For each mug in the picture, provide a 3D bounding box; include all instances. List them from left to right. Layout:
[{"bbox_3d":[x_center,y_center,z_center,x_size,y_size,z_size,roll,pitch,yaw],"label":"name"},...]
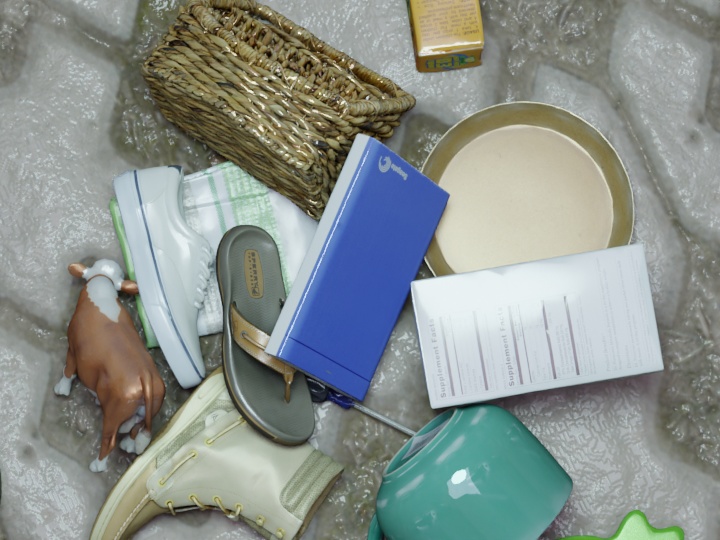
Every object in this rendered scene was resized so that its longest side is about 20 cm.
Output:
[{"bbox_3d":[0.075,0.197,1.651,0.185,0.152,0.115,-42,95,-3],"label":"mug"}]

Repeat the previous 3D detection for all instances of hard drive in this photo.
[{"bbox_3d":[0.000,0.000,1.682,0.025,0.132,0.201,18,81,38],"label":"hard drive"}]

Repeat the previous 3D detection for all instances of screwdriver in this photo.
[{"bbox_3d":[0.007,0.126,1.740,0.199,0.029,0.028,27,82,0],"label":"screwdriver"}]

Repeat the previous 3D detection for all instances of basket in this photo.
[{"bbox_3d":[-0.072,-0.169,1.706,0.199,0.143,0.149,34,77,19],"label":"basket"}]

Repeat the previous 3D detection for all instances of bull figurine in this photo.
[{"bbox_3d":[-0.220,0.080,1.698,0.065,0.200,0.122,4,121,-24],"label":"bull figurine"}]

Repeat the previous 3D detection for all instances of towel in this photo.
[{"bbox_3d":[-0.115,-0.025,1.761,0.199,0.031,0.150,-16,80,-1],"label":"towel"}]

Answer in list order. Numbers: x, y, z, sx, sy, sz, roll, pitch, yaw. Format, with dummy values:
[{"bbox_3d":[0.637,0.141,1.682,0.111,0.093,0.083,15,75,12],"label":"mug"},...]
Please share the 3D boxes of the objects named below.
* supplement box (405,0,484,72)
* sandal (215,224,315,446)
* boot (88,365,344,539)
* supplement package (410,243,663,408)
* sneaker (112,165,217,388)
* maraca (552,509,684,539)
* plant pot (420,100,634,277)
[{"bbox_3d":[0.068,-0.286,1.779,0.068,0.067,0.202,-10,80,0],"label":"supplement box"},{"bbox_3d":[-0.077,0.052,1.696,0.081,0.054,0.202,3,72,-35],"label":"sandal"},{"bbox_3d":[-0.126,0.204,1.705,0.155,0.073,0.200,39,79,6],"label":"boot"},{"bbox_3d":[0.148,0.049,1.674,0.198,0.114,0.110,-9,86,1],"label":"supplement package"},{"bbox_3d":[-0.160,0.001,1.713,0.070,0.073,0.201,-16,84,0],"label":"sneaker"},{"bbox_3d":[0.199,0.288,1.664,0.199,0.107,0.138,-27,80,-3],"label":"maraca"},{"bbox_3d":[0.147,-0.052,1.760,0.198,0.027,0.202,0,82,2],"label":"plant pot"}]
